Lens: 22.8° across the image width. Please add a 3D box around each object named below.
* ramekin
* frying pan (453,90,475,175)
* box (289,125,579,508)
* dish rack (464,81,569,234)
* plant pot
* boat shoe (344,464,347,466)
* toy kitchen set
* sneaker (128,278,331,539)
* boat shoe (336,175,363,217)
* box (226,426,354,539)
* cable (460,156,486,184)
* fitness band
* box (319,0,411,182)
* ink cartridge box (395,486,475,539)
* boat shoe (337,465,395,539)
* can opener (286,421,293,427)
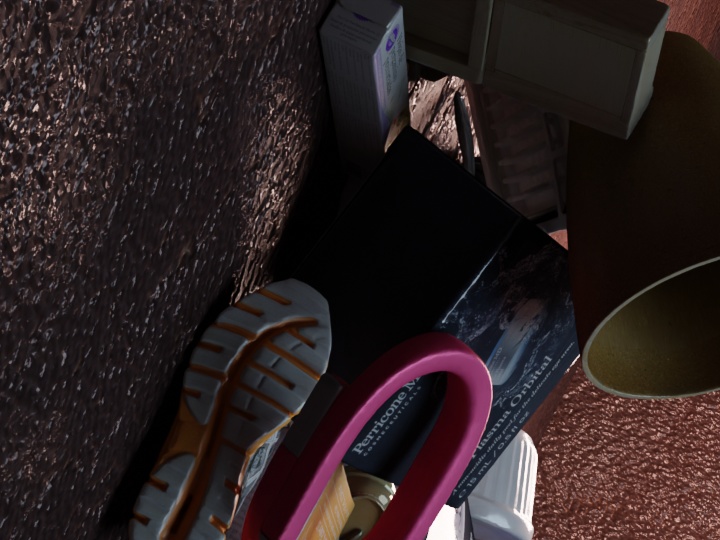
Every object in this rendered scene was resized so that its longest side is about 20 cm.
[{"bbox_3d":[0.066,0.175,1.593,0.202,0.201,0.095,70,35,-72],"label":"ramekin"},{"bbox_3d":[0.087,-0.038,1.439,0.115,0.031,0.191,-57,129,-65],"label":"frying pan"},{"bbox_3d":[0.049,0.039,1.216,0.197,0.117,0.200,-52,148,4],"label":"box"},{"bbox_3d":[0.132,-0.113,1.322,0.200,0.043,0.173,160,-83,-75],"label":"dish rack"},{"bbox_3d":[0.205,-0.048,1.156,0.187,0.185,0.201,93,-15,-59],"label":"plant pot"},{"bbox_3d":[-0.027,0.145,1.418,0.072,0.068,0.201,-33,146,-67],"label":"boat shoe"},{"bbox_3d":[0.125,-0.172,1.171,0.200,0.180,0.164,-55,160,-39],"label":"toy kitchen set"},{"bbox_3d":[-0.084,0.095,1.115,0.201,0.078,0.077,-59,179,-9],"label":"sneaker"},{"bbox_3d":[0.000,0.000,1.279,0.201,0.060,0.076,-68,167,13],"label":"boat shoe"},{"bbox_3d":[-0.094,0.206,1.198,0.201,0.097,0.125,-61,166,-17],"label":"box"},{"bbox_3d":[0.119,-0.018,1.594,0.163,0.050,0.201,-99,-179,-59],"label":"cable"},{"bbox_3d":[0.007,0.126,1.108,0.143,0.037,0.201,17,108,-48],"label":"fitness band"},{"bbox_3d":[0.006,-0.112,1.144,0.039,0.041,0.200,-60,165,-18],"label":"box"},{"bbox_3d":[0.056,0.258,1.409,0.199,0.043,0.201,-71,155,-54],"label":"ink cartridge box"},{"bbox_3d":[-0.047,0.223,1.321,0.200,0.073,0.063,-46,-156,22],"label":"boat shoe"},{"bbox_3d":[-0.044,0.184,1.359,0.053,0.066,0.201,-49,146,-40],"label":"can opener"}]
